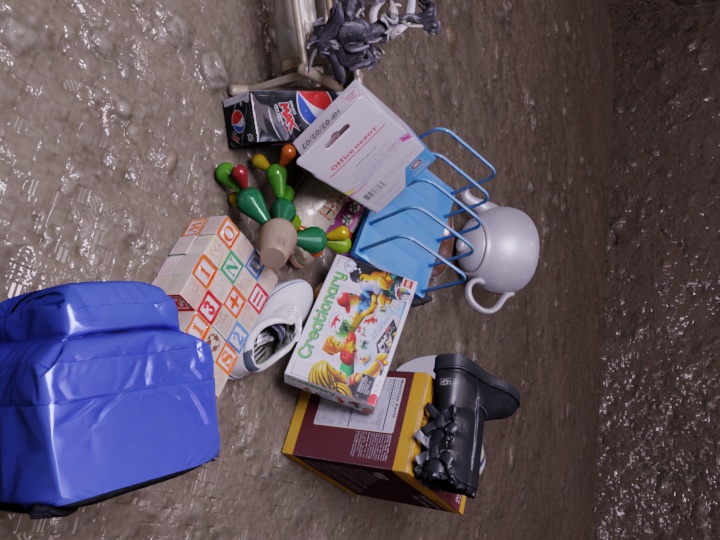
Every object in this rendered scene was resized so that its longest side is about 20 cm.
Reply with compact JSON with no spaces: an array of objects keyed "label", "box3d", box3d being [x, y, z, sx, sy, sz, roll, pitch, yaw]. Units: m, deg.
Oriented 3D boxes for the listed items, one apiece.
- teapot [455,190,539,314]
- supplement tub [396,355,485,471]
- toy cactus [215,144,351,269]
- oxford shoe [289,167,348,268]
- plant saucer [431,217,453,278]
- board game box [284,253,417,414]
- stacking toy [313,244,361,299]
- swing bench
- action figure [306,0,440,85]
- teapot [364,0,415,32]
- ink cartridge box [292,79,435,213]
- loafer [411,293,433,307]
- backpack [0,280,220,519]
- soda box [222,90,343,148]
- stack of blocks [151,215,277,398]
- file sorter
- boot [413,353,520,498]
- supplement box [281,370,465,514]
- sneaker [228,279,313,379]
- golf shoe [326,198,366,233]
[{"label":"teapot","box3d":[0.270,-0.041,1.356,0.145,0.200,0.199,4,119,-22]},{"label":"supplement tub","box3d":[0.136,0.268,1.135,0.145,0.144,0.201,-37,119,-52]},{"label":"toy cactus","box3d":[-0.089,-0.064,0.792,0.200,0.102,0.166,41,27,-24]},{"label":"oxford shoe","box3d":[-0.057,-0.099,0.917,0.071,0.073,0.201,36,59,-51]},{"label":"plant saucer","box3d":[0.127,-0.086,1.248,0.200,0.034,0.202,7,82,-57]},{"label":"board game box","box3d":[-0.009,0.082,0.878,0.035,0.125,0.201,100,10,-57]},{"label":"stacking toy","box3d":[0.000,0.000,1.000,0.199,0.116,0.111,-29,114,-40]},{"label":"swing bench","box3d":[-0.076,-0.336,0.853,0.200,0.129,0.201,-16,100,-56]},{"label":"action figure","box3d":[0.005,-0.301,0.768,0.199,0.102,0.119,-28,142,-19]},{"label":"teapot","box3d":[0.006,-0.479,0.979,0.146,0.200,0.197,-52,178,3]},{"label":"ink cartridge box","box3d":[-0.002,-0.160,0.820,0.200,0.115,0.068,23,29,-57]},{"label":"loafer","box3d":[0.084,-0.033,1.122,0.073,0.072,0.202,-80,164,-75]},{"label":"backpack","box3d":[-0.231,0.099,0.516,0.162,0.199,0.169,9,71,-53]},{"label":"soda box","box3d":[-0.078,-0.201,0.852,0.199,0.070,0.064,-14,99,-42]},{"label":"stack of blocks","box3d":[-0.182,0.051,0.724,0.115,0.058,0.201,55,45,-40]},{"label":"file sorter","box3d":[0.101,-0.086,0.943,0.138,0.122,0.201,33,62,-26]},{"label":"boot","box3d":[0.146,0.215,0.848,0.198,0.073,0.164,36,55,-43]},{"label":"supplement box","box3d":[0.036,0.244,0.926,0.197,0.199,0.134,48,49,-45]},{"label":"sneaker","box3d":[-0.105,0.076,0.833,0.200,0.070,0.073,-50,128,-49]},{"label":"golf shoe","box3d":[-0.006,-0.132,1.007,0.092,0.075,0.201,47,56,-65]}]
